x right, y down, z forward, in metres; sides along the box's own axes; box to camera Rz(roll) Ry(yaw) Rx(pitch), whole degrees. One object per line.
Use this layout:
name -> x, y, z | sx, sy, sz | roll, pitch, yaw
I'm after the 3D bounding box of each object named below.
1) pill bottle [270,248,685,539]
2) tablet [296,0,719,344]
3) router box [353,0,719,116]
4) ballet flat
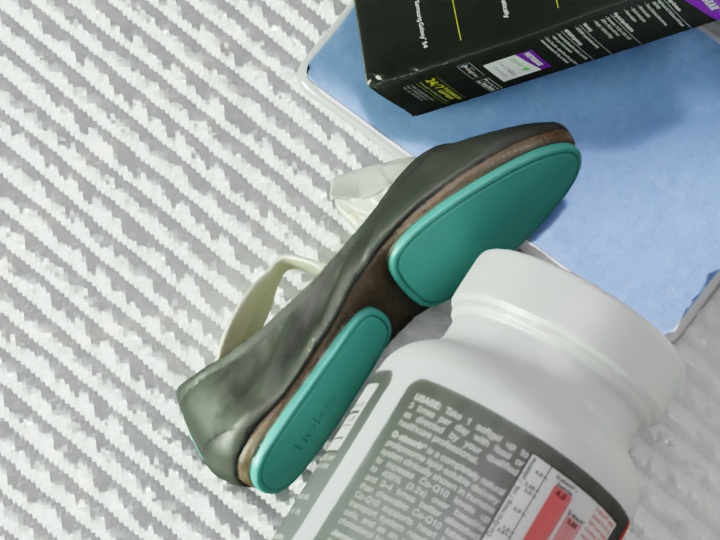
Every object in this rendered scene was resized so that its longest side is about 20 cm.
pill bottle -> 0.036, 0.099, 0.852 | 0.116, 0.116, 0.200 | 31, 77, 7
tablet -> 0.087, -0.072, 0.953 | 0.200, 0.014, 0.130 | 36, 77, 9
router box -> 0.062, -0.181, 0.918 | 0.149, 0.051, 0.200 | -16, 72, 23
ballet flat -> 0.000, 0.000, 0.903 | 0.200, 0.068, 0.068 | -45, 59, -9
